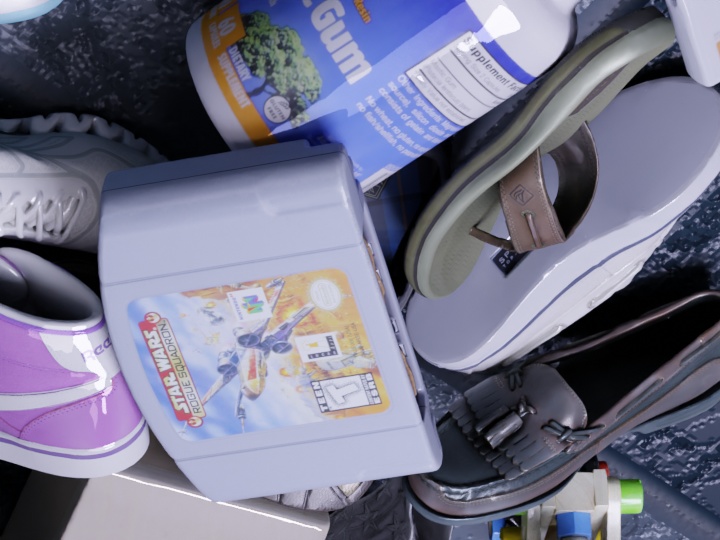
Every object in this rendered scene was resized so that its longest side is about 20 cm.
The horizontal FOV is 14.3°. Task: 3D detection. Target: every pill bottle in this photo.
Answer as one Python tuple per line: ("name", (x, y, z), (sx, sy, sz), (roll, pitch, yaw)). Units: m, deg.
("pill bottle", (0.029, -0.120, 1.324), (0.200, 0.112, 0.112), (-33, 123, 16))

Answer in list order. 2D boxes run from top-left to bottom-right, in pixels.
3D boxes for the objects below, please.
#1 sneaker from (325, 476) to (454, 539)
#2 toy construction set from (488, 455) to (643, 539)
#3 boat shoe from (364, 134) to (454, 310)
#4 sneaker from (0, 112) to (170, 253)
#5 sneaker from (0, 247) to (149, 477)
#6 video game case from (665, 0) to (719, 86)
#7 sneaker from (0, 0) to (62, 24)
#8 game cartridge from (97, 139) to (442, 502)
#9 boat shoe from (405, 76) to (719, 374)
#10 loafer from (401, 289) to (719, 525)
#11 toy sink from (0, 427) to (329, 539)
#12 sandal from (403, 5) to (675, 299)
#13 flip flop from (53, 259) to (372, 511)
("sneaker", (-0.013, 0.172, 1.564), (0.060, 0.104, 0.200), (-8, 170, -38))
("toy construction set", (0.098, 0.167, 1.519), (0.092, 0.131, 0.200), (6, 151, -18))
("boat shoe", (0.000, 0.000, 1.436), (0.070, 0.066, 0.200), (17, 123, -18))
("sneaker", (-0.173, -0.040, 1.378), (0.200, 0.081, 0.075), (16, 121, -20))
("sneaker", (-0.201, 0.031, 1.405), (0.200, 0.073, 0.114), (3, 129, 22))
("video game case", (0.211, -0.204, 1.298), (0.200, 0.022, 0.182), (-31, 127, -11))
("sneaker", (-0.230, -0.172, 1.276), (0.200, 0.080, 0.131), (-8, 129, -13))
("game cartridge", (-0.047, 0.030, 1.346), (0.133, 0.042, 0.200), (-12, 131, 8))
("boat shoe", (0.114, -0.018, 1.445), (0.200, 0.071, 0.070), (-44, 151, 13))
("loafer", (0.107, 0.061, 1.458), (0.200, 0.072, 0.063), (-24, 147, -27))
("toy sink", (-0.118, 0.162, 1.514), (0.130, 0.112, 0.200), (16, 118, -18))
("sandal", (0.086, -0.044, 1.352), (0.057, 0.080, 0.201), (48, 131, 6))
("flip flop", (-0.078, 0.052, 1.455), (0.200, 0.058, 0.081), (24, 102, 7))
